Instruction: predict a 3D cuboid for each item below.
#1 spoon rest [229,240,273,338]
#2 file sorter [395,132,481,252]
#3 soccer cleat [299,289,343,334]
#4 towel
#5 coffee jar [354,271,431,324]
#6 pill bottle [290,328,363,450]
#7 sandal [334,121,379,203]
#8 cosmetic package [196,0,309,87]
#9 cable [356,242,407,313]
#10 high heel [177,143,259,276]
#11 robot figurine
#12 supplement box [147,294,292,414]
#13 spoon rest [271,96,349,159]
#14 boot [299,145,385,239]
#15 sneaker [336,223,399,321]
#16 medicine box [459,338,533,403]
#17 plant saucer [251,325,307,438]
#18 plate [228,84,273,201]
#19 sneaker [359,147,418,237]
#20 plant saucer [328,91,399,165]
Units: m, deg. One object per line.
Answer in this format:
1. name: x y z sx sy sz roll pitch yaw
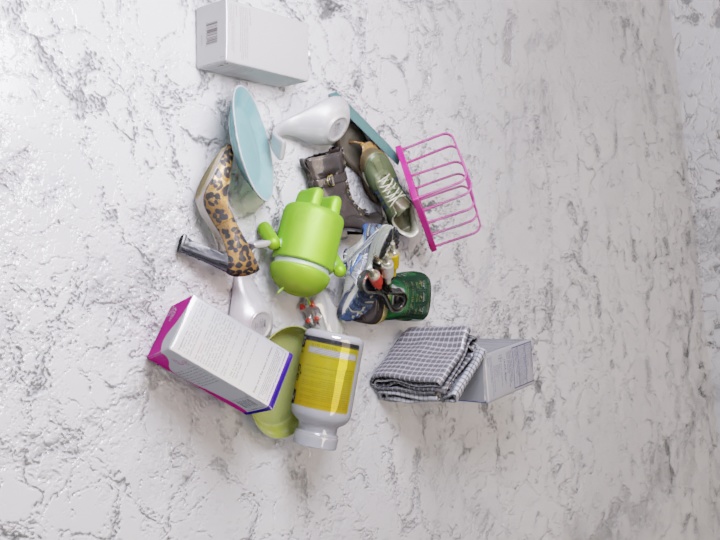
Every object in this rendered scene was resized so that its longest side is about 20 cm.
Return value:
1. spoon rest: -0.191 0.044 1.598 0.099 0.060 0.204 -10 109 -48
2. file sorter: 0.166 -0.164 1.877 0.201 0.123 0.141 62 10 -57
3. soccer cleat: -0.057 0.131 1.734 0.077 0.068 0.204 -25 104 -50
4. towel: 0.135 0.189 1.852 0.166 0.198 0.086 -49 122 -40
5. coffee jar: 0.056 0.054 1.853 0.198 0.084 0.106 1 95 -50
6. pill bottle: -0.063 0.211 1.629 0.111 0.111 0.204 16 82 -47
7. sandal: 0.015 -0.219 1.843 0.082 0.054 0.201 -55 127 -36
8. cosmetic package: -0.185 -0.392 1.596 0.198 0.084 0.110 3 86 -50
9. cable: 0.050 0.036 1.710 0.097 0.050 0.201 -48 144 -20
10. high heel: -0.209 -0.097 1.530 0.141 0.071 0.203 23 82 -21
11. robot figurine: -0.097 -0.045 1.649 0.174 0.115 0.204 21 76 -35
12. supplement box: -0.225 0.139 1.468 0.199 0.101 0.105 33 62 -24
13. spoon rest: -0.093 -0.263 1.687 0.199 0.060 0.100 -29 145 -41
14. boot: -0.030 -0.154 1.776 0.198 0.068 0.178 -15 100 -47
15. sneaker: 0.000 0.000 1.741 0.202 0.084 0.077 -63 148 -10
16. medicine box: 0.253 0.214 2.002 0.198 0.180 0.105 -9 95 -48
17. plant saucer: -0.140 0.198 1.641 0.199 0.031 0.204 -12 105 -51
18. plate: -0.192 -0.216 1.573 0.200 0.025 0.204 -13 90 -80
19. sneaker: 0.068 -0.149 1.821 0.067 0.090 0.202 -34 128 -13
20. plant saucer: 0.012 -0.286 1.837 0.019 0.070 0.200 -42 132 8
